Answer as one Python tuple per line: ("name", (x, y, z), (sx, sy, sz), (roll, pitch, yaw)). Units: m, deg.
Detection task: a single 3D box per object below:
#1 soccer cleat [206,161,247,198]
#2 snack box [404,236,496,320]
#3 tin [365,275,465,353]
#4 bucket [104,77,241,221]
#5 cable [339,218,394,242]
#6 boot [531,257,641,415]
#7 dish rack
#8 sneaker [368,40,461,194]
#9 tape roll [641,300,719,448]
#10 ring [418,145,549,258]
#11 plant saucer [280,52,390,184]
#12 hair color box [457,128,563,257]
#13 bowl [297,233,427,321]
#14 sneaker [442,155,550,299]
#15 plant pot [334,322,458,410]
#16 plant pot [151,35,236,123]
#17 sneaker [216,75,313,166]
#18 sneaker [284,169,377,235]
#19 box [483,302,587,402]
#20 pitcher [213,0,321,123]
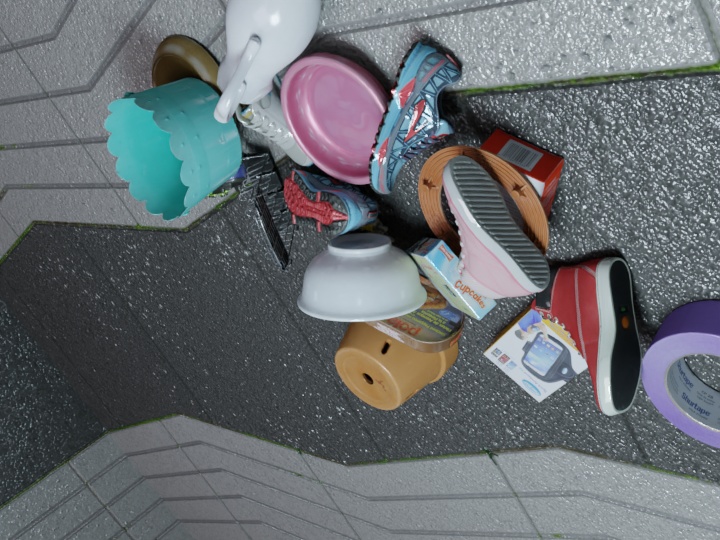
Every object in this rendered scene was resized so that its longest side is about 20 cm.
("soccer cleat", (-0.261, -0.175, 1.511), (0.199, 0.064, 0.085), (-6, 93, 53))
("snack box", (0.125, 0.007, 1.221), (0.116, 0.037, 0.200), (48, 179, -6))
("tin", (0.074, 0.059, 1.351), (0.198, 0.112, 0.042), (27, 144, 23))
("bucket", (-0.296, -0.200, 1.351), (0.205, 0.134, 0.210), (27, 135, 31))
("cable", (-0.027, -0.078, 1.388), (0.199, 0.050, 0.098), (37, 149, 30))
("boot", (0.295, 0.090, 1.135), (0.143, 0.072, 0.204), (-9, 83, 51))
("dish rack", (-0.150, -0.093, 1.368), (0.054, 0.201, 0.155), (-16, 121, 11))
("sneaker", (0.072, -0.181, 1.084), (0.094, 0.079, 0.203), (21, 116, 3))
("tape roll", (0.464, 0.137, 1.074), (0.198, 0.066, 0.202), (28, 143, 23))
("ring", (0.155, -0.071, 1.106), (0.199, 0.019, 0.202), (29, 142, 25))
("plant saucer", (-0.023, -0.221, 1.207), (0.198, 0.051, 0.203), (25, 140, 23))
("hair color box", (0.196, -0.077, 1.127), (0.101, 0.061, 0.202), (29, 142, 21))
("bowl", (0.000, 0.000, 1.254), (0.199, 0.200, 0.092), (10, 112, 39))
("sneaker", (0.143, -0.043, 1.061), (0.104, 0.076, 0.201), (-21, 113, 49))
("plant pot", (0.048, 0.138, 1.437), (0.198, 0.140, 0.202), (28, 143, 23))
("plant pot", (-0.285, -0.287, 1.405), (0.198, 0.027, 0.203), (27, 135, 30))
("sneaker", (-0.140, -0.236, 1.287), (0.076, 0.081, 0.201), (-18, 115, 50))
("sneaker", (-0.047, -0.104, 1.312), (0.199, 0.094, 0.081), (34, 123, 47))
("box", (0.270, 0.123, 1.281), (0.119, 0.042, 0.201), (40, 143, 5))
("pitcher", (-0.134, -0.303, 1.120), (0.120, 0.173, 0.200), (26, 138, -11))
